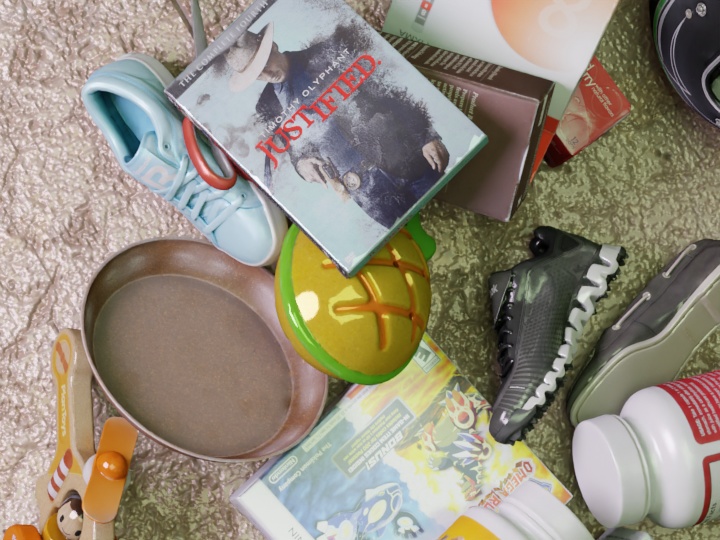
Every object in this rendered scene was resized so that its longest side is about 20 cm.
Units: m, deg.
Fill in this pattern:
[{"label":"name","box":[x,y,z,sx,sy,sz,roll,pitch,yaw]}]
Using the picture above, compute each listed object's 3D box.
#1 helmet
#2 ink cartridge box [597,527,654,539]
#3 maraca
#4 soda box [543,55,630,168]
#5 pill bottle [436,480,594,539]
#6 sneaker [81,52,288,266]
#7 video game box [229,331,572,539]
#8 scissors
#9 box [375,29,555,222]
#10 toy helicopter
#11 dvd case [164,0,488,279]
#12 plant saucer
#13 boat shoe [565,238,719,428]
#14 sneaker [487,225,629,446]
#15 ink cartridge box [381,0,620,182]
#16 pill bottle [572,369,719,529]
[{"label":"helmet","box":[0.319,-0.202,1.701,0.200,0.191,0.200,-1,49,1]},{"label":"ink cartridge box","box":[0.184,0.319,1.659,0.200,0.083,0.146,-44,97,-13]},{"label":"maraca","box":[0.000,0.000,1.648,0.137,0.107,0.200,42,44,-23]},{"label":"soda box","box":[0.127,-0.183,1.726,0.070,0.063,0.200,-37,90,-13]},{"label":"pill bottle","box":[0.080,0.251,1.595,0.200,0.109,0.109,-44,92,-13]},{"label":"sneaker","box":[-0.141,-0.074,1.642,0.200,0.074,0.082,47,35,7]},{"label":"video game box","box":[0.032,0.176,1.672,0.200,0.047,0.182,-43,95,-13]},{"label":"scissors","box":[-0.122,-0.146,1.652,0.073,0.014,0.200,-2,61,-40]},{"label":"box","box":[0.038,-0.119,1.650,0.200,0.075,0.100,19,112,11]},{"label":"toy helicopter","box":[-0.207,0.137,1.592,0.079,0.132,0.200,6,69,-29]},{"label":"dvd case","box":[-0.026,-0.113,1.591,0.146,0.022,0.200,-44,75,-2]},{"label":"plant saucer","box":[-0.120,0.065,1.623,0.200,0.034,0.200,16,48,-19]},{"label":"boat shoe","box":[0.232,0.051,1.727,0.200,0.057,0.067,-42,127,-9]},{"label":"sneaker","box":[0.130,0.045,1.689,0.090,0.066,0.200,28,62,4]},{"label":"ink cartridge box","box":[0.091,-0.167,1.667,0.162,0.050,0.200,26,97,5]},{"label":"pill bottle","box":[0.272,0.136,1.680,0.200,0.112,0.112,-12,85,-17]}]
